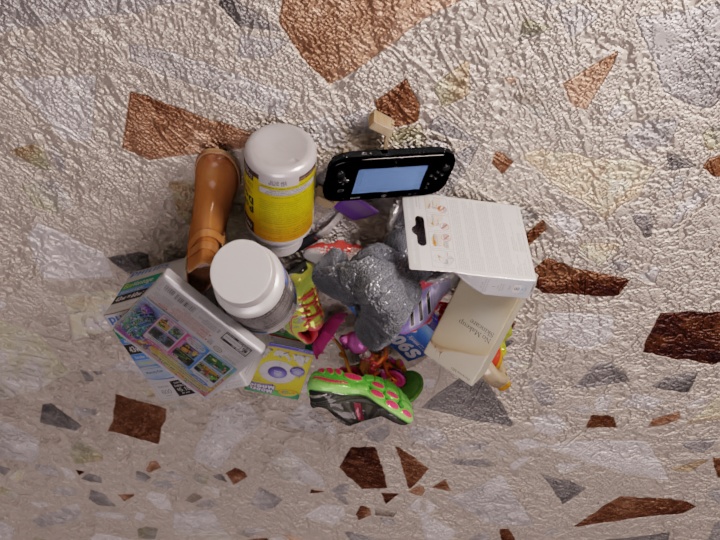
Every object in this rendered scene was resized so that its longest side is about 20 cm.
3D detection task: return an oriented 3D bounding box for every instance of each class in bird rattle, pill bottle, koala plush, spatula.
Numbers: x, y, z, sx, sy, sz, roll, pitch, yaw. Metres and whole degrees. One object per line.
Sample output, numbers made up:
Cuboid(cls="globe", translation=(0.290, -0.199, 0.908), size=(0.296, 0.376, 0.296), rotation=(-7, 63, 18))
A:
Cuboid(cls="bird rattle", translation=(0.214, 0.124, 1.671), size=(0.111, 0.165, 0.200), rotation=(-27, 143, 7))
Cuboid(cls="pill bottle", translation=(-0.122, -0.115, 1.444), size=(0.107, 0.111, 0.202), rotation=(5, 140, -1))
Cuboid(cls="pill bottle", translation=(-0.165, 0.025, 1.471), size=(0.111, 0.116, 0.200), rotation=(0, 166, 4))
Cuboid(cls="koala plush", translation=(0.058, -0.003, 1.485), size=(0.178, 0.200, 0.183), rotation=(51, 160, -6))
Cuboid(cls="spatula", translation=(-0.056, -0.070, 1.560), size=(0.199, 0.021, 0.056), rotation=(-31, 133, 35))

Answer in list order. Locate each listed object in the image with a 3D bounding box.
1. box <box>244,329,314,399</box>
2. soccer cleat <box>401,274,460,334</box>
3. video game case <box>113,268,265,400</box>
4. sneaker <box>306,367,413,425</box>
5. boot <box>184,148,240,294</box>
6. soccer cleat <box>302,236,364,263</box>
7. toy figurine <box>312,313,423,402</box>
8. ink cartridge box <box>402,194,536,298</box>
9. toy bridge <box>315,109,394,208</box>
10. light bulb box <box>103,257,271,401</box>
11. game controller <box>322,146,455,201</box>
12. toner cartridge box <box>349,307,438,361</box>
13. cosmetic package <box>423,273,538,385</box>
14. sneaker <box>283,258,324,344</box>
Cuboid(cls="box", translation=(-0.160, 0.186, 1.852), size=(0.115, 0.049, 0.201), rotation=(11, 141, -8))
Cuboid(cls="soccer cleat", translation=(0.118, 0.026, 1.599), size=(0.200, 0.067, 0.076), rotation=(-42, 127, 19))
Cuboid(cls="video game case", translation=(-0.277, 0.107, 1.527), size=(0.199, 0.024, 0.182), rotation=(40, 130, -14))
Cuboid(cls="sneaker", translation=(0.000, 0.234, 1.691), size=(0.196, 0.077, 0.085), rotation=(17, 120, 6))
Cuboid(cls="boot", translation=(-0.232, -0.073, 1.468), size=(0.072, 0.157, 0.202), rotation=(7, 140, -4))
Cuboid(cls="soccer cleat", translation=(0.000, 0.000, 1.579), size=(0.196, 0.087, 0.069), rotation=(9, 163, -9))
Cuboid(cls="toy figurine", translation=(-0.005, 0.161, 1.740), size=(0.197, 0.151, 0.185), rotation=(-5, 132, 32))
Cuboid(cls="ink cartridge box", translation=(0.160, -0.039, 1.456), size=(0.196, 0.162, 0.048), rotation=(5, 138, -10))
Cuboid(cls="toy bridge", translation=(-0.002, -0.158, 1.448), size=(0.066, 0.028, 0.200), rotation=(21, 136, -21))
Cuboid(cls="light bulb box", translation=(-0.292, 0.096, 1.624), size=(0.195, 0.126, 0.202), rotation=(-13, 121, 26))
Cuboid(cls="game controller", translation=(0.042, -0.142, 1.416), size=(0.196, 0.043, 0.105), rotation=(-5, 143, -15))
Cuboid(cls="toner cartridge box", translation=(0.070, 0.085, 1.715), size=(0.094, 0.044, 0.200), rotation=(-24, 132, 28))
Cuboid(cls="cosmetic package", translation=(0.194, 0.071, 1.542), size=(0.103, 0.073, 0.202), rotation=(32, 116, 17))
Cuboid(cls="sneaker", translation=(-0.094, 0.057, 1.646), size=(0.090, 0.078, 0.201), rotation=(45, 155, 21))
